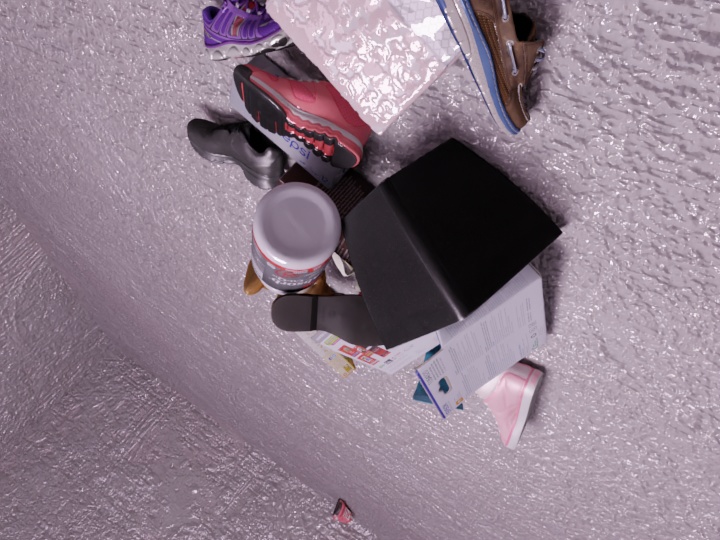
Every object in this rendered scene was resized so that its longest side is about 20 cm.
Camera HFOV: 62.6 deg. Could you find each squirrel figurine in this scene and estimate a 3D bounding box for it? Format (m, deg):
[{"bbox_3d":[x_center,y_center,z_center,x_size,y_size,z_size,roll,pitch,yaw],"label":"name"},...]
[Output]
[{"bbox_3d":[-0.099,0.003,1.075,0.140,0.202,0.187,-18,141,20],"label":"squirrel figurine"}]

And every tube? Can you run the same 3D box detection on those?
[{"bbox_3d":[0.132,0.160,0.971,0.076,0.200,0.051,5,113,8],"label":"tube"}]

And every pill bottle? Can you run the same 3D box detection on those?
[{"bbox_3d":[-0.097,-0.034,0.836,0.116,0.116,0.200,40,161,1],"label":"pill bottle"}]

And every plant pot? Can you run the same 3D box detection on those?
[{"bbox_3d":[0.092,-0.042,0.753,0.179,0.199,0.200,55,150,-1],"label":"plant pot"}]

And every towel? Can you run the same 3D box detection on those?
[{"bbox_3d":[0.010,-0.273,0.640,0.200,0.032,0.190,47,136,-9],"label":"towel"}]

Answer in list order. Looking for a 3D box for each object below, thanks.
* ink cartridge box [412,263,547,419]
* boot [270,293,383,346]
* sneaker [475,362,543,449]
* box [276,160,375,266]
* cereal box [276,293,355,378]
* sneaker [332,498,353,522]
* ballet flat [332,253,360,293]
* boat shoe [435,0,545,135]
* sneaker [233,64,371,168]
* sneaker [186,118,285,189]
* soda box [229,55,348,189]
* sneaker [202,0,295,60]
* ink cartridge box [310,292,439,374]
[{"bbox_3d":[0.163,0.101,0.808,0.041,0.199,0.200,52,175,35],"label":"ink cartridge box"},{"bbox_3d":[-0.036,0.064,0.886,0.197,0.075,0.075,11,-175,-11],"label":"boot"},{"bbox_3d":[0.249,0.225,1.032,0.104,0.075,0.202,21,138,23],"label":"sneaker"},{"bbox_3d":[-0.026,-0.090,0.907,0.199,0.100,0.075,41,151,1],"label":"box"},{"bbox_3d":[-0.095,0.120,1.243,0.200,0.039,0.144,49,-173,-28],"label":"cereal box"},{"bbox_3d":[-0.069,1.041,2.549,0.086,0.074,0.201,19,151,9],"label":"sneaker"},{"bbox_3d":[0.000,0.000,1.035,0.069,0.070,0.201,-4,129,52],"label":"ballet flat"},{"bbox_3d":[0.138,-0.208,0.566,0.072,0.073,0.200,-26,144,18],"label":"boat shoe"},{"bbox_3d":[-0.073,-0.218,0.783,0.199,0.087,0.074,32,158,-1],"label":"sneaker"},{"bbox_3d":[-0.205,-0.218,0.993,0.198,0.076,0.091,26,139,11],"label":"sneaker"},{"bbox_3d":[-0.094,-0.215,0.855,0.199,0.064,0.068,40,152,2],"label":"soda box"},{"bbox_3d":[-0.142,-0.321,0.763,0.198,0.080,0.085,8,121,36],"label":"sneaker"},{"bbox_3d":[0.033,0.081,1.001,0.174,0.085,0.200,24,145,-17],"label":"ink cartridge box"}]
